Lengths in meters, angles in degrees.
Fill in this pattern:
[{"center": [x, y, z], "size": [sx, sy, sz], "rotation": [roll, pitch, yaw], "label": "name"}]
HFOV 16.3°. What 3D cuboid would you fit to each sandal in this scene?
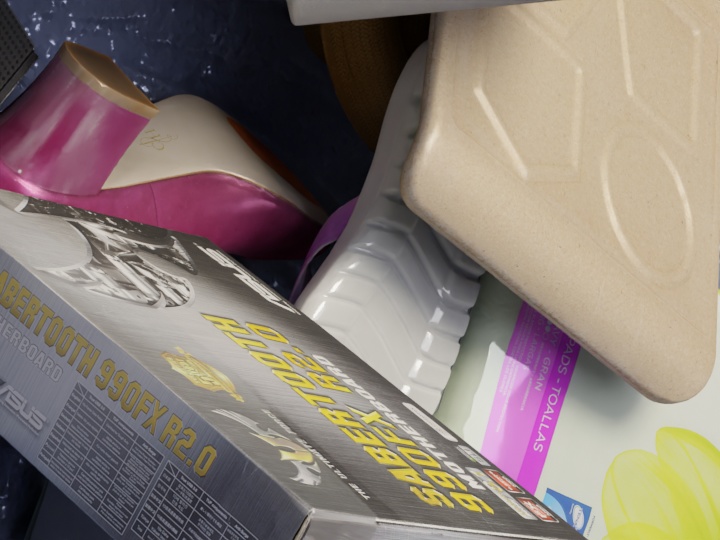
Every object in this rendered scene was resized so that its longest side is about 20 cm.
[{"center": [0.004, 0.004, 0.944], "size": [0.082, 0.050, 0.203], "rotation": [43, 66, -39], "label": "sandal"}]

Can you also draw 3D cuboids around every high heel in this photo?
[{"center": [-0.082, -0.015, 0.929], "size": [0.096, 0.067, 0.200], "rotation": [-48, 157, 9], "label": "high heel"}]

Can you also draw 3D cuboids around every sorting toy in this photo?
[{"center": [0.082, -0.073, 0.964], "size": [0.185, 0.036, 0.201], "rotation": [37, 52, -39], "label": "sorting toy"}]

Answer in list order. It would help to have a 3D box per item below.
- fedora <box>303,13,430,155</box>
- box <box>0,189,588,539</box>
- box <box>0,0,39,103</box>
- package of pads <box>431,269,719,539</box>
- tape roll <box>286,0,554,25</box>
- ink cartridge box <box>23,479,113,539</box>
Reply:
[{"center": [0.034, -0.131, 1.022], "size": [0.200, 0.082, 0.202], "rotation": [-9, 103, -44], "label": "fedora"}, {"center": [-0.045, 0.045, 0.794], "size": [0.158, 0.200, 0.048], "rotation": [16, 108, -54], "label": "box"}, {"center": [-0.202, -0.090, 0.770], "size": [0.160, 0.044, 0.200], "rotation": [-55, 131, -33], "label": "box"}, {"center": [0.097, 0.068, 1.028], "size": [0.199, 0.068, 0.155], "rotation": [27, 75, -32], "label": "package of pads"}, {"center": [0.035, -0.186, 0.823], "size": [0.203, 0.138, 0.204], "rotation": [175, -90, -87], "label": "tape roll"}, {"center": [-0.014, 0.145, 0.931], "size": [0.200, 0.145, 0.084], "rotation": [26, 80, -49], "label": "ink cartridge box"}]
